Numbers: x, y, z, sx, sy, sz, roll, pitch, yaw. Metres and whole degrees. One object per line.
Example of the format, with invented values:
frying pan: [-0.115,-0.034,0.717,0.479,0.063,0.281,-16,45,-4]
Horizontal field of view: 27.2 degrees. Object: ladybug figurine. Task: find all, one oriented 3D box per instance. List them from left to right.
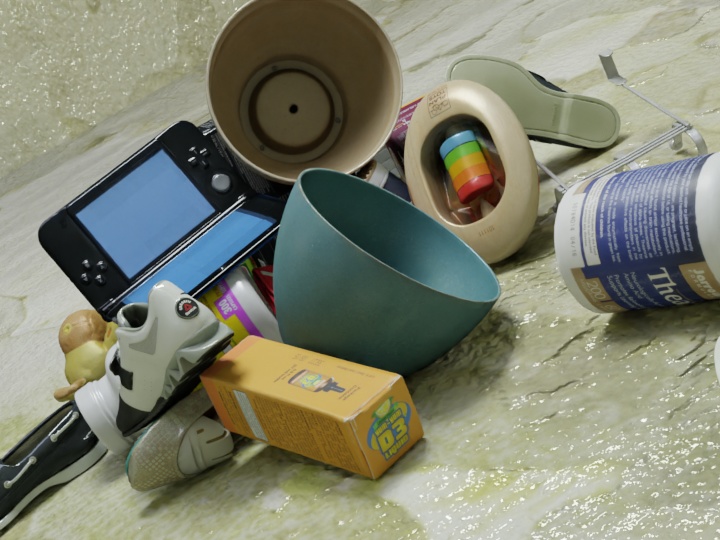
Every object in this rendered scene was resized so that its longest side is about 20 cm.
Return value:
ladybug figurine: [0.114,-0.096,1.467,0.135,0.201,0.072,-28,-25,26]

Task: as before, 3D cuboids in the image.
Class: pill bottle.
pill bottle: [-0.170,0.088,1.419,0.200,0.104,0.104,-36,18,0]
pill bottle: [0.258,-0.031,1.148,0.199,0.111,0.111,-10,24,43]

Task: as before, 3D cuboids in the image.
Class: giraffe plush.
giraffe plush: [-0.244,0.073,1.563,0.162,0.173,0.201,-34,52,13]

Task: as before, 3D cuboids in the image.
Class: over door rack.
over door rack: [0.238,-0.127,1.488,0.147,0.067,0.200,-28,39,-3]

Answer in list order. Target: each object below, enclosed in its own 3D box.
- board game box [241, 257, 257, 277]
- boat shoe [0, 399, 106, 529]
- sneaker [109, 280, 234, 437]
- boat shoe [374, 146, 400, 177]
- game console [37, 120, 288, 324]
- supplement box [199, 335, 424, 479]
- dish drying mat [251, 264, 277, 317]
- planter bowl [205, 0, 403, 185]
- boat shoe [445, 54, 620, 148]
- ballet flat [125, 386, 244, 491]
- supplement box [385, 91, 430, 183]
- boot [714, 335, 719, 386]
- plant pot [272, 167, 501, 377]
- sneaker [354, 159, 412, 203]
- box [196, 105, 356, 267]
board game box: [-0.210,0.028,1.753,0.199,0.048,0.102,-25,18,6]
boat shoe: [-0.340,0.200,1.439,0.200,0.061,0.075,-38,21,-30]
sneaker: [-0.179,0.073,1.294,0.074,0.089,0.200,-37,-8,-42]
boat shoe: [0.028,-0.145,1.855,0.199,0.072,0.071,-28,22,2]
game console: [-0.186,-0.046,1.434,0.200,0.171,0.118,-40,-6,-18]
supplement box: [-0.043,0.109,1.218,0.066,0.069,0.200,-38,28,-30]
dish drying mat: [0.000,0.000,1.442,0.199,0.018,0.077,-13,37,-21]
planter bowl: [-0.065,-0.177,1.550,0.200,0.201,0.135,-31,-2,-11]
boat shoe: [0.178,-0.178,1.606,0.198,0.075,0.066,12,-4,-11]
ballet flat: [-0.120,0.131,1.321,0.062,0.068,0.200,21,49,41]
supplement box: [0.089,-0.119,1.633,0.085,0.111,0.200,-28,18,-1]
boot: [0.303,0.051,0.932,0.144,0.073,0.200,-17,17,24]
plant pot: [0.002,0.022,1.290,0.135,0.199,0.200,-59,9,19]
sneaker: [-0.001,-0.005,1.537,0.200,0.108,0.070,-55,16,12]
box: [-0.084,-0.098,1.672,0.141,0.201,0.079,-30,16,-11]
